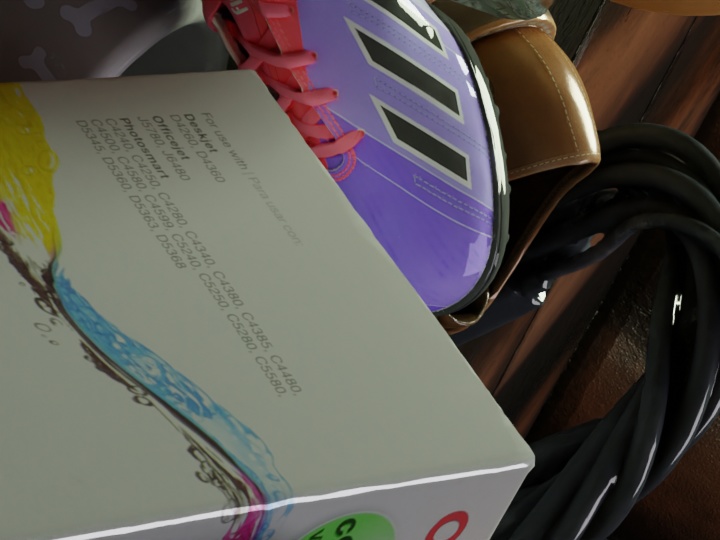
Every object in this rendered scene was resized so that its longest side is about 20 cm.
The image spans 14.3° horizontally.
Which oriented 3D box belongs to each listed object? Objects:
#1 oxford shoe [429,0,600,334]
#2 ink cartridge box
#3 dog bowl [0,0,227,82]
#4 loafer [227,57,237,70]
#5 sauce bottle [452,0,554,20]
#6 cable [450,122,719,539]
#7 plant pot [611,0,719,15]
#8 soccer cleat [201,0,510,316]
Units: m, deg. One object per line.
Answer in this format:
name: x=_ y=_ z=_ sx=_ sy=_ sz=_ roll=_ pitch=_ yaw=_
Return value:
oxford shoe: x=0.000 y=0.000 z=0.865 sx=0.071 sy=0.071 sz=0.200 roll=-11 pitch=154 yaw=-42
ink cartridge box: x=-0.095 y=0.055 z=0.684 sx=0.199 sy=0.146 sz=0.147 roll=-6 pitch=137 yaw=-39
dog bowl: x=-0.110 y=-0.021 z=0.849 sx=0.200 sy=0.059 sz=0.200 roll=-56 pitch=172 yaw=-12
loafer: x=-0.011 y=-0.061 z=0.941 sx=0.200 sy=0.063 sz=0.072 roll=162 pitch=-61 yaw=-78
sauce bottle: x=0.059 y=-0.167 z=0.755 sx=0.065 sy=0.064 sz=0.201 roll=74 pitch=39 yaw=-78
cable: x=0.039 y=0.034 z=0.867 sx=0.200 sy=0.051 sz=0.164 roll=-17 pitch=-140 yaw=47
plant pot: x=0.118 y=-0.212 z=1.068 sx=0.201 sy=0.200 sz=0.140 roll=-56 pitch=154 yaw=-2
soccer cleat: x=-0.021 y=-0.079 z=0.782 sx=0.068 sy=0.201 sz=0.073 roll=-22 pitch=176 yaw=33
